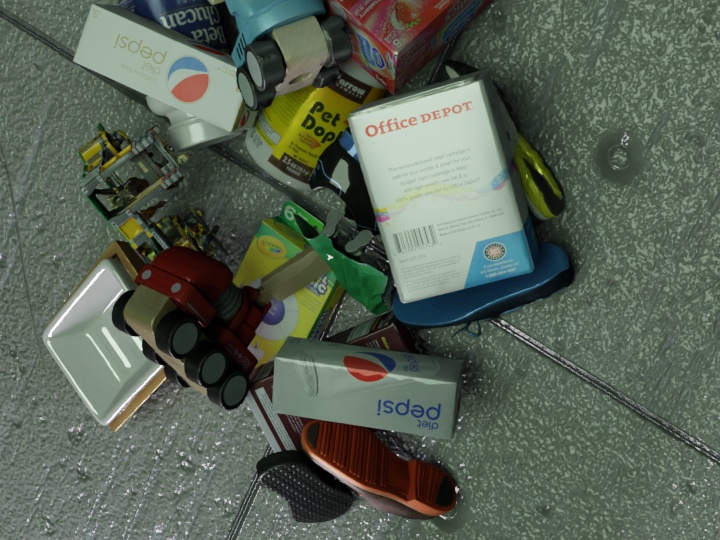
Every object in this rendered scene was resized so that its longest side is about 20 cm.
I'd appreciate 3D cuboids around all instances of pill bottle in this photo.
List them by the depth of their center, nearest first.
[{"bbox_3d":[-0.034,-0.192,1.677,0.109,0.109,0.201,40,114,15],"label":"pill bottle"},{"bbox_3d":[-0.198,-0.241,1.749,0.110,0.111,0.202,-15,93,28],"label":"pill bottle"}]

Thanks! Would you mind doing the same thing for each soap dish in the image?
[{"bbox_3d":[-0.279,0.075,1.844,0.158,0.081,0.200,54,132,9],"label":"soap dish"}]

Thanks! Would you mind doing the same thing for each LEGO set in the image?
[{"bbox_3d":[-0.223,-0.091,1.753,0.115,0.154,0.201,-35,104,8],"label":"LEGO set"}]

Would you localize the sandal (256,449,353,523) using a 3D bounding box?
[{"bbox_3d":[-0.060,0.233,1.744,0.075,0.201,0.048,-17,59,8],"label":"sandal"}]

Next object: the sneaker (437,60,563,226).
[{"bbox_3d":[0.128,-0.125,1.628,0.084,0.074,0.201,-35,83,28],"label":"sneaker"}]

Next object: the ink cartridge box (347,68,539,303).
[{"bbox_3d":[0.086,-0.087,1.566,0.143,0.085,0.202,-14,103,15],"label":"ink cartridge box"}]

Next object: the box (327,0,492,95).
[{"bbox_3d":[0.067,-0.288,1.563,0.100,0.096,0.200,42,75,13],"label":"box"}]

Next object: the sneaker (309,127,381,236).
[{"bbox_3d":[0.036,-0.063,1.661,0.200,0.070,0.078,40,105,-9],"label":"sneaker"}]

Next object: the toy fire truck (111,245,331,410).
[{"bbox_3d":[-0.140,0.029,1.684,0.128,0.176,0.201,21,70,37],"label":"toy fire truck"}]

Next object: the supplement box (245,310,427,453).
[{"bbox_3d":[-0.020,0.131,1.731,0.198,0.061,0.110,-23,103,20],"label":"supplement box"}]

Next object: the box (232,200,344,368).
[{"bbox_3d":[-0.089,0.031,1.782,0.117,0.048,0.201,34,111,16],"label":"box"}]

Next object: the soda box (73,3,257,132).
[{"bbox_3d":[-0.201,-0.217,1.661,0.198,0.064,0.069,25,104,11],"label":"soda box"}]

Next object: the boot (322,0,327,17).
[{"bbox_3d":[-0.116,-0.294,1.710,0.155,0.073,0.201,38,101,15],"label":"boot"}]

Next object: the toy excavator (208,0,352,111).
[{"bbox_3d":[-0.103,-0.267,1.581,0.099,0.194,0.202,-20,83,-17],"label":"toy excavator"}]

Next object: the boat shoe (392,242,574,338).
[{"bbox_3d":[0.133,0.031,1.650,0.198,0.069,0.085,-10,65,24],"label":"boat shoe"}]

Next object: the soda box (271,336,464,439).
[{"bbox_3d":[0.008,0.123,1.655,0.198,0.064,0.069,8,110,9],"label":"soda box"}]

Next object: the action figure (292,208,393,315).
[{"bbox_3d":[0.000,0.000,1.658,0.118,0.200,0.055,38,79,21],"label":"action figure"}]

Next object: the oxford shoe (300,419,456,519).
[{"bbox_3d":[0.008,0.229,1.711,0.199,0.072,0.072,31,137,-21],"label":"oxford shoe"}]
